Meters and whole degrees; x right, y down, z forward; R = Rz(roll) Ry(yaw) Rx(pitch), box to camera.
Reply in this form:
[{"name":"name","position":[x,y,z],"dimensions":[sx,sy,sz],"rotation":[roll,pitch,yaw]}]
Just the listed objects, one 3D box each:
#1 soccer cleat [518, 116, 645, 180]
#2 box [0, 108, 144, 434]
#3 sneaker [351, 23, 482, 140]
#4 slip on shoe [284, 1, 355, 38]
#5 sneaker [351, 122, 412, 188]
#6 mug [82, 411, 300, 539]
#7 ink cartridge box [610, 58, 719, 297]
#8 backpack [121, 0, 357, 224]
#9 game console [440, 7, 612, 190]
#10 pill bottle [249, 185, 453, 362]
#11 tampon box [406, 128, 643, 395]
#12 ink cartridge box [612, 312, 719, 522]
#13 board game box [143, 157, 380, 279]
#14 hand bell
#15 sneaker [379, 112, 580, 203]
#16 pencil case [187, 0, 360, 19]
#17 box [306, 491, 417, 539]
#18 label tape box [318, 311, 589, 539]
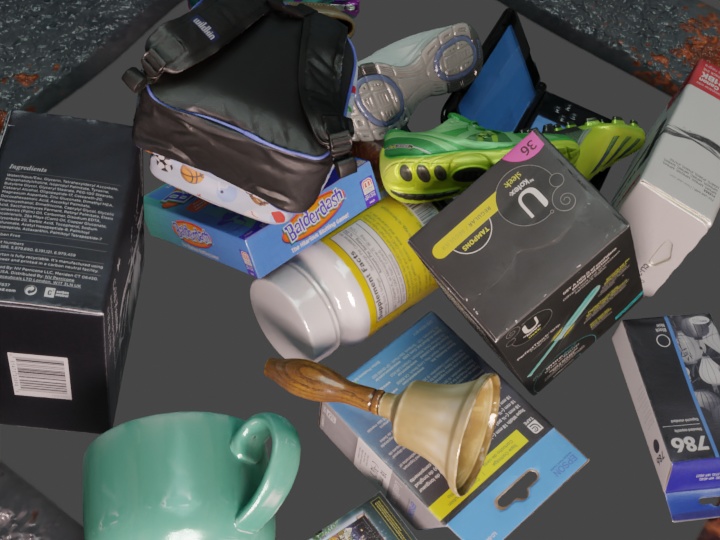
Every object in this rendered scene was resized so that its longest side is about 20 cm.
[{"name":"soccer cleat","position":[0.222,-0.113,1.222],"dimensions":[0.199,0.064,0.085],"rotation":[-13,96,-38]},{"name":"box","position":[-0.260,0.005,1.024],"dimensions":[0.123,0.201,0.198],"rotation":[6,54,-6]},{"name":"sneaker","position":[0.026,-0.184,1.170],"dimensions":[0.199,0.075,0.087],"rotation":[-27,22,-25]},{"name":"slip on shoe","position":[-0.098,-0.250,1.268],"dimensions":[0.198,0.077,0.060],"rotation":[-10,17,-28]},{"name":"sneaker","position":[0.000,-0.155,1.266],"dimensions":[0.079,0.072,0.200],"rotation":[-15,53,-39]},{"name":"mug","position":[-0.137,0.188,0.921],"dimensions":[0.150,0.185,0.115],"rotation":[3,56,-20]},{"name":"ink cartridge box","position":[0.322,-0.094,1.212],"dimensions":[0.083,0.145,0.201],"rotation":[30,55,4]},{"name":"backpack","position":[-0.090,-0.149,1.022],"dimensions":[0.199,0.154,0.192],"rotation":[25,51,-6]},{"name":"game console","position":[0.189,-0.153,1.257],"dimensions":[0.175,0.117,0.201],"rotation":[26,55,10]},{"name":"pill bottle","position":[0.000,0.000,1.120],"dimensions":[0.199,0.115,0.114],"rotation":[-33,65,-27]},{"name":"tampon box","position":[0.155,-0.002,1.065],"dimensions":[0.150,0.200,0.126],"rotation":[-41,65,1]},{"name":"ink cartridge box","position":[0.315,0.135,1.119],"dimensions":[0.098,0.039,0.202],"rotation":[-4,56,-12]},{"name":"board game box","position":[-0.101,-0.068,1.135],"dimensions":[0.152,0.045,0.199],"rotation":[-35,32,-28]},{"name":"hand bell","position":[0.008,0.111,1.000],"dimensions":[0.198,0.105,0.105],"rotation":[15,52,21]},{"name":"sneaker","position":[0.113,-0.115,1.107],"dimensions":[0.198,0.074,0.084],"rotation":[-3,55,-14]},{"name":"pencil case","position":[-0.095,-0.306,1.343],"dimensions":[0.198,0.086,0.093],"rotation":[-21,53,-21]},{"name":"box","position":[0.020,0.298,0.957],"dimensions":[0.136,0.038,0.200],"rotation":[-28,63,-25]},{"name":"label tape box","position":[0.079,0.153,1.053],"dimensions":[0.144,0.064,0.200],"rotation":[-35,66,-26]}]
